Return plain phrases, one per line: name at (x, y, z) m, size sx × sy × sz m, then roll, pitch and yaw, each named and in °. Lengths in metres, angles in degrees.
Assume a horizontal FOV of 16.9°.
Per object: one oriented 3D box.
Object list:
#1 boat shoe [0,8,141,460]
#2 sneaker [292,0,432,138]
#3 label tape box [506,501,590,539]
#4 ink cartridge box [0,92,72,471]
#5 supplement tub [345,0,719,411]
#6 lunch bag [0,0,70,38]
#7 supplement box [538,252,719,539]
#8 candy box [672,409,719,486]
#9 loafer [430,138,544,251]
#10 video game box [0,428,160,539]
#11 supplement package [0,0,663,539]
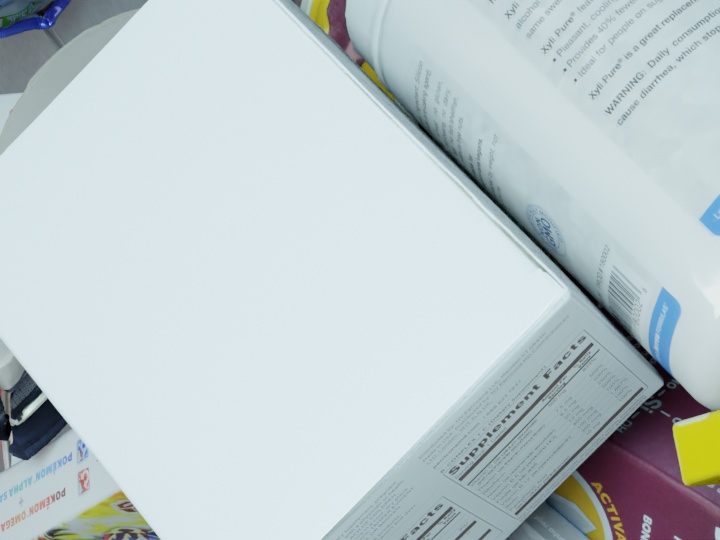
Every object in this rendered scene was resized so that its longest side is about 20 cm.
boat shoe at (-0.123, -0.014, 1.029) m, size 0.074 × 0.200 × 0.093 m, roll 26°, pitch 155°, yaw 17°
sneaker at (0.016, -0.040, 1.007) m, size 0.090 × 0.075 × 0.201 m, roll 28°, pitch 137°, yaw 36°
label tape box at (-0.005, 0.146, 0.906) m, size 0.143 × 0.200 × 0.066 m, roll 40°, pitch 137°, yaw 22°
ink cartridge box at (-0.106, 0.001, 1.160) m, size 0.200 × 0.147 × 0.086 m, roll -105°, pitch 14°, yaw -46°
supplement tub at (0.103, -0.060, 0.843) m, size 0.200 × 0.132 × 0.132 m, roll 48°, pitch 150°, yaw 26°
lunch bag at (-0.196, -0.227, 1.223) m, size 0.200 × 0.124 × 0.170 m, roll -38°, pitch 82°, yaw 49°
supplement box at (0.127, 0.091, 0.955) m, size 0.200 × 0.086 × 0.111 m, roll 31°, pitch 138°, yaw 31°
candy box at (0.202, 0.037, 0.753) m, size 0.200 × 0.102 × 0.027 m, roll -22°, pitch 76°, yaw 51°
loafer at (0.000, 0.000, 0.972) m, size 0.200 × 0.072 × 0.063 m, roll -16°, pitch 147°, yaw 35°
video game box at (-0.052, 0.107, 1.085) m, size 0.182 × 0.199 × 0.047 m, roll -34°, pitch 53°, yaw 48°
supplement package at (-0.025, 0.013, 0.857) m, size 0.200 × 0.156 × 0.111 m, roll 47°, pitch -175°, yaw 29°
